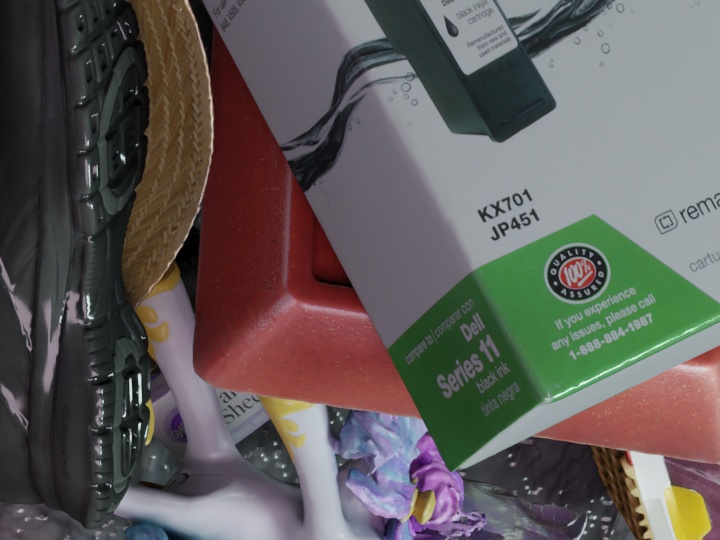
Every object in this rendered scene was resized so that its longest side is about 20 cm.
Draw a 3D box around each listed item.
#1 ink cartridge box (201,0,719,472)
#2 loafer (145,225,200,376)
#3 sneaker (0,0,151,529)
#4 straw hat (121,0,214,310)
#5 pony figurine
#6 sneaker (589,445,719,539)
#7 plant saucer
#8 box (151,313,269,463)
[{"bbox_3d":[0.053,-0.058,0.958,0.146,0.083,0.200,-25,80,-26],"label":"ink cartridge box"},{"bbox_3d":[-0.154,0.021,1.072,0.199,0.073,0.071,0,120,-11],"label":"loafer"},{"bbox_3d":[-0.117,-0.014,0.950,0.091,0.076,0.200,5,103,11],"label":"sneaker"},{"bbox_3d":[-0.139,-0.070,1.013,0.201,0.085,0.202,0,107,2],"label":"straw hat"},{"bbox_3d":[-0.016,0.096,1.073,0.193,0.167,0.200,9,131,7],"label":"pony figurine"},{"bbox_3d":[0.130,0.028,1.132,0.090,0.075,0.200,-22,138,-8],"label":"sneaker"},{"bbox_3d":[0.047,-0.044,1.019,0.200,0.200,0.037,9,156,-16],"label":"plant saucer"},{"bbox_3d":[0.000,0.000,1.112,0.200,0.039,0.041,-36,120,9],"label":"box"}]
